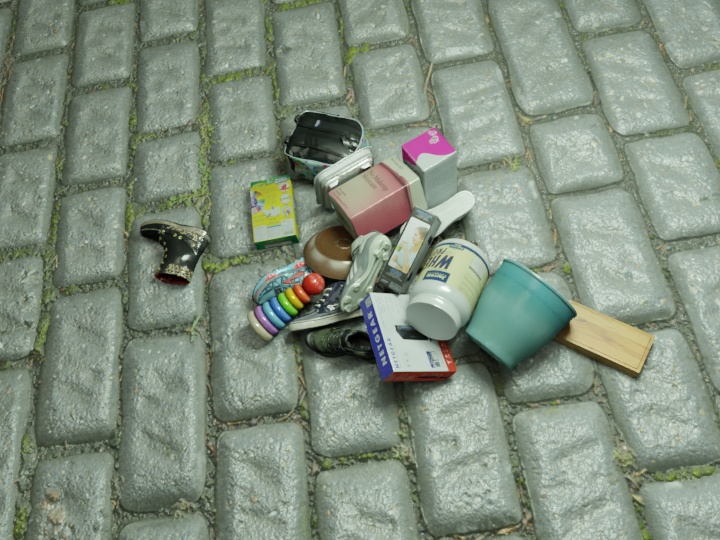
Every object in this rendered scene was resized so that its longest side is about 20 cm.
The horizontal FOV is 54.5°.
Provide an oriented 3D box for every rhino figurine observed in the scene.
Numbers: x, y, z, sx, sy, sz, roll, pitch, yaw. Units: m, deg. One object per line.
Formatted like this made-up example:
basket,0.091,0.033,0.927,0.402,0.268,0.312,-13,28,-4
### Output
rhino figurine,0.183,-0.037,1.720,0.200,0.060,0.088,7,60,14

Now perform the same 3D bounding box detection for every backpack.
backpack,-0.080,-0.323,1.862,0.200,0.151,0.178,11,64,24

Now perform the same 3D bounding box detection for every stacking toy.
stacking toy,-0.172,0.076,1.671,0.200,0.085,0.085,-40,62,5

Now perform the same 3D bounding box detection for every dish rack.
dish rack,-0.034,-0.226,1.782,0.171,0.200,0.044,-30,75,-8

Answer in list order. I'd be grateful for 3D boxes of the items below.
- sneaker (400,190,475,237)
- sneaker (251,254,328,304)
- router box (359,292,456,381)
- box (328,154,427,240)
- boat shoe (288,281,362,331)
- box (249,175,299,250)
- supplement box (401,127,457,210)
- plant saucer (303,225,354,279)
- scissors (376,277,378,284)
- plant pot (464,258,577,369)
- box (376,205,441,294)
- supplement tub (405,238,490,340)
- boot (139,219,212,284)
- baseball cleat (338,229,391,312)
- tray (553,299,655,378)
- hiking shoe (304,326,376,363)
sneaker,0.194,-0.125,1.747,0.200,0.116,0.074,-28,86,4
sneaker,-0.171,0.037,1.723,0.200,0.079,0.096,-30,64,-8
router box,0.107,0.151,1.579,0.179,0.049,0.200,4,54,-34
box,0.043,-0.172,1.722,0.200,0.109,0.128,-31,47,-9
boat shoe,-0.081,0.083,1.675,0.200,0.075,0.093,-13,84,-9
box,-0.230,-0.158,1.857,0.117,0.048,0.200,-10,63,3
supplement box,0.174,-0.242,1.751,0.103,0.200,0.101,-31,62,-9
plant saucer,-0.042,-0.055,1.733,0.200,0.037,0.201,3,39,-3
scissors,-0.042,-0.011,1.769,0.200,0.014,0.073,38,75,25
plant pot,0.339,0.107,1.550,0.200,0.200,0.188,40,88,25
box,0.117,-0.045,1.642,0.060,0.117,0.200,27,93,12
supplement tub,0.197,0.042,1.576,0.145,0.145,0.200,19,53,18
boot,-0.502,-0.048,1.826,0.200,0.073,0.151,10,64,8
baseball cleat,0.000,0.000,1.639,0.200,0.070,0.106,-57,40,4
tray,0.545,0.151,1.577,0.200,0.037,0.099,25,68,21
hiking shoe,-0.038,0.159,1.623,0.200,0.101,0.076,7,64,12
